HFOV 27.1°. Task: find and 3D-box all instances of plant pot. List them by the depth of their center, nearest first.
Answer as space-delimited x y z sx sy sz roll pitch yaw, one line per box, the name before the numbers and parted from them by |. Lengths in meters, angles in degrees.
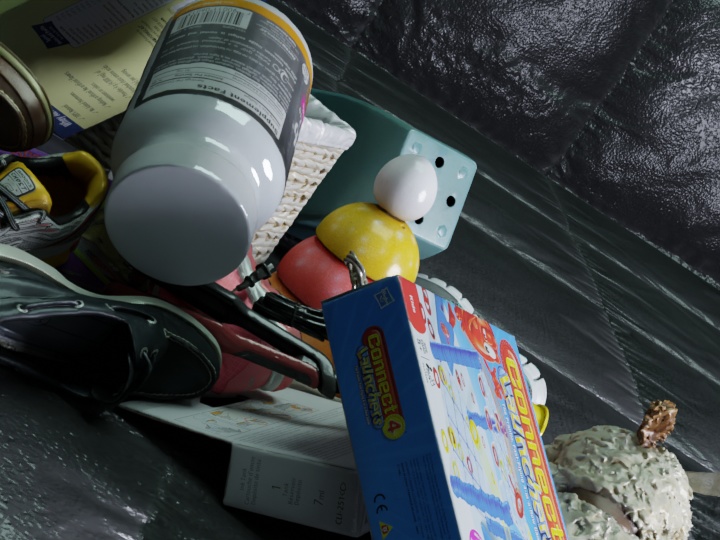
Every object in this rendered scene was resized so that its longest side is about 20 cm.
plant pot | 0.010 -0.087 1.465 0.141 0.142 0.199 24 -5 -34

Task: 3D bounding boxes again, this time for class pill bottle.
pill bottle | -0.100 -0.089 0.992 0.116 0.116 0.201 30 38 -15

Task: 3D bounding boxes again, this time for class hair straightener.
hair straightener | -0.066 0.024 0.991 0.198 0.077 0.041 21 -31 0

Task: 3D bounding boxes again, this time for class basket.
basket | -0.150 -0.121 1.311 0.198 0.161 0.200 39 14 23

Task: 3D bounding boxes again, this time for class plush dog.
plush dog | 0.167 0.191 1.068 0.199 0.161 0.172 34 40 8

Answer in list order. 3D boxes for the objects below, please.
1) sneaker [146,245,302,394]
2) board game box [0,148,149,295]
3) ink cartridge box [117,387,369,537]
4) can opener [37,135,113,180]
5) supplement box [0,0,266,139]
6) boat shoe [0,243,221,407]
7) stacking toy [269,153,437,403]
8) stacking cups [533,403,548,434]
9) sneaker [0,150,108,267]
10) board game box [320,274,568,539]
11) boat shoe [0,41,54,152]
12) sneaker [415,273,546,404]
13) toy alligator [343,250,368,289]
sneaker | -0.117 -0.002 1.043 0.086 0.074 0.201 -13 65 -43
board game box | -0.196 -0.020 1.047 0.199 0.032 0.121 23 47 -40
ink cartridge box | -0.042 0.119 0.995 0.175 0.045 0.200 11 5 21
can opener | -0.228 -0.068 1.178 0.199 0.053 0.067 32 14 -5
supplement box | -0.199 -0.226 1.123 0.200 0.198 0.135 43 26 -68
boat shoe | -0.160 0.049 0.904 0.199 0.074 0.066 33 23 -41
stacking toy | 0.000 0.000 1.159 0.145 0.201 0.146 31 14 -9
stacking cups | 0.071 0.082 1.274 0.200 0.061 0.061 40 12 -15
sneaker | -0.237 -0.036 0.910 0.078 0.082 0.200 54 37 8
board game box | 0.062 0.122 0.932 0.196 0.056 0.202 26 47 -60
boat shoe | -0.285 -0.126 0.952 0.199 0.072 0.068 30 43 15
sneaker | 0.081 0.071 1.378 0.199 0.078 0.091 36 18 16
toy alligator | 0.014 0.087 1.101 0.201 0.054 0.059 64 -10 -9
